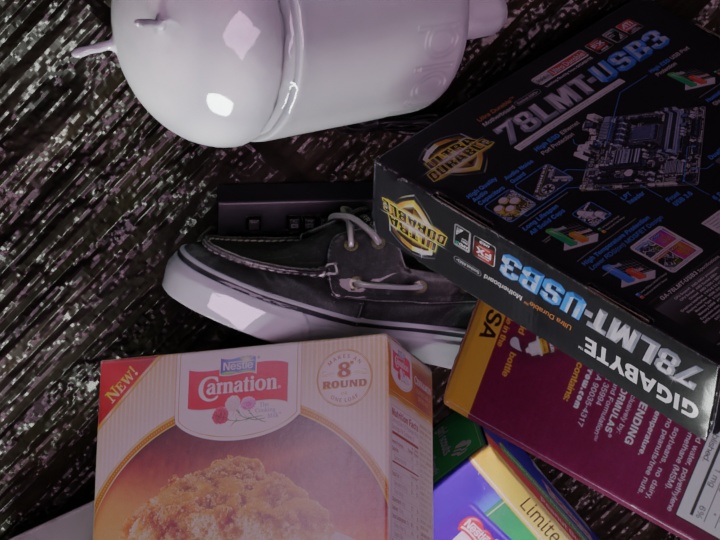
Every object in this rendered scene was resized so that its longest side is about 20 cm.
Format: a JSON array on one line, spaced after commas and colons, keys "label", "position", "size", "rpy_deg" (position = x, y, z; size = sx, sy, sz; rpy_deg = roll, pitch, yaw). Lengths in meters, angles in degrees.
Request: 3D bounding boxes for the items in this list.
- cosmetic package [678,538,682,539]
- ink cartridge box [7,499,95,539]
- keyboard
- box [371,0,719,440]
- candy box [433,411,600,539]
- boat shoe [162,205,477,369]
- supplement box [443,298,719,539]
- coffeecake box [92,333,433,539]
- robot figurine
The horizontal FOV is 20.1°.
[{"label": "cosmetic package", "position": [0.241, 0.140, 1.114], "size": [0.104, 0.071, 0.201], "rpy_deg": [16, 108, -14]}, {"label": "ink cartridge box", "position": [-0.082, 0.190, 1.036], "size": [0.199, 0.177, 0.045], "rpy_deg": [-25, 157, 11]}, {"label": "keyboard", "position": [0.025, -0.030, 1.048], "size": [0.198, 0.021, 0.128], "rpy_deg": [-2, 111, -8]}, {"label": "box", "position": [0.141, -0.034, 0.925], "size": [0.199, 0.198, 0.050], "rpy_deg": [-33, 139, -35]}, {"label": "candy box", "position": [0.039, 0.197, 1.106], "size": [0.200, 0.077, 0.169], "rpy_deg": [-40, 108, 7]}, {"label": "boat shoe", "position": [0.000, 0.000, 1.018], "size": [0.199, 0.072, 0.071], "rpy_deg": [9, 109, -24]}, {"label": "supplement box", "position": [0.162, 0.056, 0.969], "size": [0.199, 0.131, 0.104], "rpy_deg": [28, 105, 28]}, {"label": "coffeecake box", "position": [-0.046, 0.141, 0.974], "size": [0.152, 0.073, 0.202], "rpy_deg": [-6, 71, 19]}, {"label": "robot figurine", "position": [-0.030, -0.120, 0.932], "size": [0.199, 0.169, 0.114], "rpy_deg": [-14, 79, -31]}]
